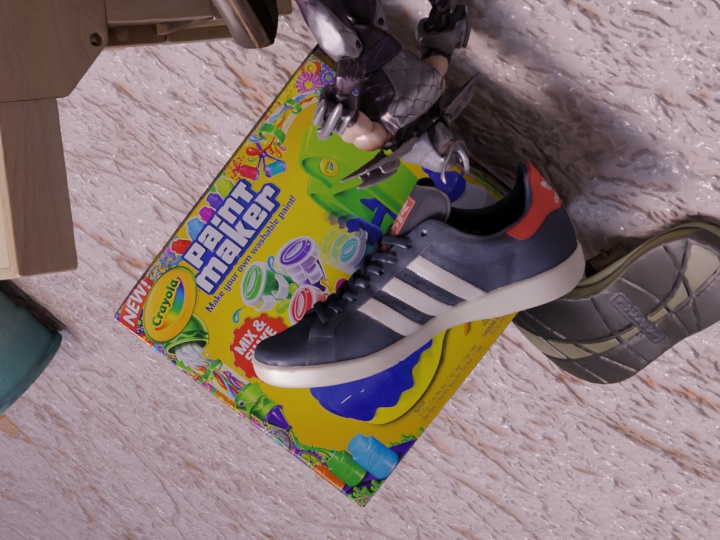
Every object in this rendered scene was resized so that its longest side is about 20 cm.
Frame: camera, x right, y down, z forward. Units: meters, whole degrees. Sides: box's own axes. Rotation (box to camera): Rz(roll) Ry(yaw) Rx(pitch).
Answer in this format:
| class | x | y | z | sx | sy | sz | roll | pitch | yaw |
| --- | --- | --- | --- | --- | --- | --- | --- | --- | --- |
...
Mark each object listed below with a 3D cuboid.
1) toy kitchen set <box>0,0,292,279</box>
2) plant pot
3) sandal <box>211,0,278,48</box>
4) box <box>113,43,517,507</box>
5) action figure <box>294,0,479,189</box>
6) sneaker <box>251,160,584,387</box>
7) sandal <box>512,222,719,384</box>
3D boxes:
| class | x | y | z | sx | sy | sz | roll | pitch | yaw |
| --- | --- | --- | --- | --- | --- | --- | --- | --- | --- |
| toy kitchen set | -0.160 | -0.094 | 1.297 | 0.163 | 0.199 | 0.182 | -5 | 93 | 59 |
| plant pot | -0.438 | 0.060 | 2.144 | 0.196 | 0.200 | 0.200 | 50 | 155 | -16 |
| sandal | -0.109 | -0.207 | 1.184 | 0.054 | 0.082 | 0.200 | -19 | 117 | 21 |
| box | -0.012 | -0.001 | 1.311 | 0.192 | 0.200 | 0.122 | 37 | -172 | -4 |
| action figure | -0.001 | -0.131 | 1.175 | 0.069 | 0.130 | 0.200 | -31 | 98 | 40 |
| sneaker | 0.024 | -0.002 | 1.208 | 0.075 | 0.199 | 0.085 | -128 | 16 | -69 |
| sandal | 0.171 | 0.016 | 1.322 | 0.080 | 0.057 | 0.201 | 47 | 142 | -14 |
